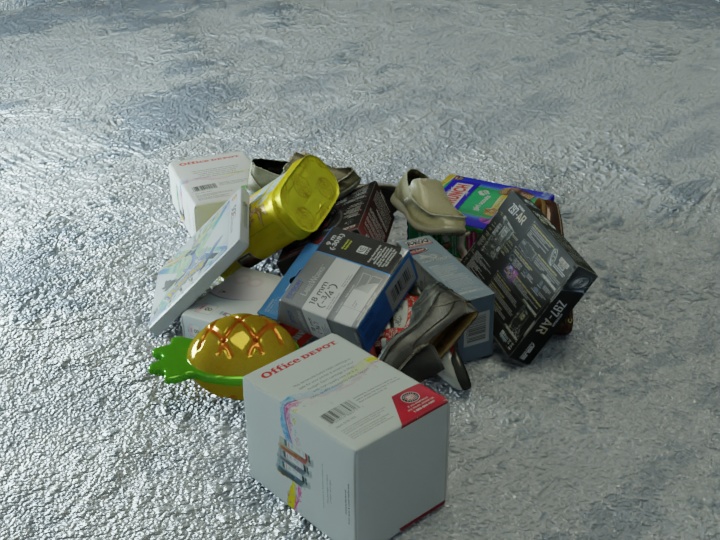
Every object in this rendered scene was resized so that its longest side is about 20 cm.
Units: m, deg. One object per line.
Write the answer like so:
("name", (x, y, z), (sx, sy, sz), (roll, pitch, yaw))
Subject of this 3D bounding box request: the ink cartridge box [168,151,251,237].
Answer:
("ink cartridge box", (-0.242, -0.126, 1.904), (0.143, 0.085, 0.200), (-11, 30, -18))

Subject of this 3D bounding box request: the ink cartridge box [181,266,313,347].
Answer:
("ink cartridge box", (-0.134, 0.066, 1.585), (0.197, 0.058, 0.162), (9, 29, 27))

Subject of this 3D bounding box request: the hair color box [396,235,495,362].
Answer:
("hair color box", (0.119, 0.037, 1.571), (0.060, 0.100, 0.200), (-13, 30, -21))

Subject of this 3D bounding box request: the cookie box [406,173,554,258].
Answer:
("cookie box", (0.200, -0.082, 1.817), (0.197, 0.076, 0.171), (14, 33, 27))

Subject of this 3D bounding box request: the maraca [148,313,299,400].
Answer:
("maraca", (-0.176, 0.113, 1.431), (0.196, 0.109, 0.137), (-3, 21, -3))

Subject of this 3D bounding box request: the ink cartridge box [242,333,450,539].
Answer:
("ink cartridge box", (-0.019, 0.191, 1.240), (0.144, 0.147, 0.199), (-22, 35, -36))

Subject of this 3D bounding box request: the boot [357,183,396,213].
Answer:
("boot", (-0.036, -0.137, 1.934), (0.197, 0.074, 0.151), (-15, 30, -7))

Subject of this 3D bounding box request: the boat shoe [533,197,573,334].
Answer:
("boat shoe", (0.279, -0.005, 1.591), (0.069, 0.204, 0.070), (6, -15, -7))

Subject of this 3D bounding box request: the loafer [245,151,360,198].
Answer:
("loafer", (-0.097, -0.152, 1.770), (0.196, 0.071, 0.075), (-1, 27, 14))

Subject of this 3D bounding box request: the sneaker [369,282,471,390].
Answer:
("sneaker", (0.067, 0.108, 1.490), (0.107, 0.068, 0.202), (-28, 48, -3))

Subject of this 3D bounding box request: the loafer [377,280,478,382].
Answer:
("loafer", (0.077, 0.108, 1.401), (0.072, 0.073, 0.202), (24, 74, 29))

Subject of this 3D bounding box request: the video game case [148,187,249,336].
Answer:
("video game case", (-0.238, -0.016, 1.630), (0.200, 0.022, 0.183), (-44, 23, 16))

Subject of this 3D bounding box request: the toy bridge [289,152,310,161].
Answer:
("toy bridge", (-0.101, -0.151, 1.887), (0.066, 0.027, 0.201), (-13, 32, 15))

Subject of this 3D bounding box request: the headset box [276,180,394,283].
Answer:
("headset box", (-0.038, -0.044, 1.698), (0.147, 0.076, 0.201), (-22, 22, 20))

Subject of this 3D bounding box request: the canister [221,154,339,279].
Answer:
("canister", (-0.142, -0.079, 1.700), (0.199, 0.087, 0.149), (-29, 20, 39))

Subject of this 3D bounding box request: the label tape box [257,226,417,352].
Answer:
("label tape box", (-0.041, 0.017, 1.519), (0.198, 0.064, 0.145), (18, 59, 31))

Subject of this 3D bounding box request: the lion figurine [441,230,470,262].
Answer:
("lion figurine", (0.209, -0.007, 1.673), (0.197, 0.124, 0.073), (-14, 11, 10))

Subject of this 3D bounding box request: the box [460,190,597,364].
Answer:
("box", (0.225, 0.007, 1.539), (0.043, 0.161, 0.201), (22, 22, -35))

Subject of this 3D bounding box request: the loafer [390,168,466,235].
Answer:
("loafer", (0.104, -0.107, 1.698), (0.075, 0.069, 0.200), (1, 20, -27))
